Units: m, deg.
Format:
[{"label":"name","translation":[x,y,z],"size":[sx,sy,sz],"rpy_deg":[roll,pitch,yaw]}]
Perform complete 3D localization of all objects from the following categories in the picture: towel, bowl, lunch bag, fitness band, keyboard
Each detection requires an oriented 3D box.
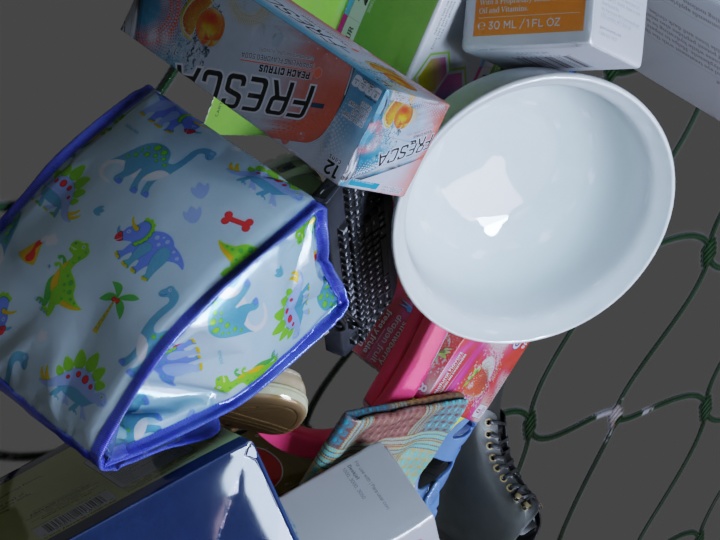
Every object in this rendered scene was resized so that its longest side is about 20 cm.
[{"label":"towel","translation":[-0.010,0.175,1.622],"size":[0.146,0.022,0.200],"rpy_deg":[-7,136,-51]},{"label":"bowl","translation":[0.103,-0.058,1.459],"size":[0.200,0.090,0.202],"rpy_deg":[-8,123,-13]},{"label":"lunch bag","translation":[-0.135,0.014,1.306],"size":[0.200,0.170,0.128],"rpy_deg":[-40,143,-23]},{"label":"fitness band","translation":[-0.012,0.041,1.578],"size":[0.143,0.037,0.201],"rpy_deg":[22,101,-29]},{"label":"keyboard","translation":[0.000,0.000,1.453],"size":[0.104,0.040,0.200],"rpy_deg":[-47,155,-22]}]

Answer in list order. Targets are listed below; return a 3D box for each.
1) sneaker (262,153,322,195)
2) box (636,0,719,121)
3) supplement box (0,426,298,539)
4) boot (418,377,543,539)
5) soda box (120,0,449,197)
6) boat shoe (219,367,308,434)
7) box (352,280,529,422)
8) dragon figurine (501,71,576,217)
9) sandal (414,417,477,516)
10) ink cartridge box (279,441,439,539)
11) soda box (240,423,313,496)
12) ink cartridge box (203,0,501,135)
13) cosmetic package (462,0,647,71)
[{"label":"sneaker","translation":[-0.086,-0.001,1.441],"size":[0.200,0.082,0.075],"rpy_deg":[-41,146,-22]},{"label":"box","translation":[0.310,-0.232,1.647],"size":[0.200,0.199,0.172],"rpy_deg":[-45,148,-16]},{"label":"supplement box","translation":[-0.156,0.192,1.341],"size":[0.199,0.200,0.135],"rpy_deg":[-27,104,-18]},{"label":"boot","translation":[0.118,0.146,1.806],"size":[0.077,0.138,0.201],"rpy_deg":[3,117,-55]},{"label":"soda box","translation":[-0.046,-0.119,1.269],"size":[0.068,0.200,0.064],"rpy_deg":[8,113,-54]},{"label":"boat shoe","translation":[-0.085,0.070,1.438],"size":[0.072,0.200,0.065],"rpy_deg":[17,78,-18]},{"label":"box","translation":[0.089,0.005,1.672],"size":[0.200,0.095,0.100],"rpy_deg":[-57,148,5]},{"label":"dragon figurine","translation":[0.134,-0.113,1.556],"size":[0.200,0.059,0.100],"rpy_deg":[-42,109,-11]},{"label":"sandal","translation":[0.051,0.139,1.761],"size":[0.200,0.079,0.087],"rpy_deg":[-57,148,1]},{"label":"ink cartridge box","translation":[-0.039,0.233,1.553],"size":[0.199,0.085,0.145],"rpy_deg":[-30,141,-13]},{"label":"soda box","translation":[-0.108,0.184,1.603],"size":[0.200,0.068,0.064],"rpy_deg":[-29,141,-36]},{"label":"ink cartridge box","translation":[0.004,-0.134,1.443],"size":[0.200,0.076,0.148],"rpy_deg":[-3,122,-54]},{"label":"cosmetic package","translation":[0.134,-0.235,1.421],"size":[0.071,0.101,0.201],"rpy_deg":[15,78,-53]}]
